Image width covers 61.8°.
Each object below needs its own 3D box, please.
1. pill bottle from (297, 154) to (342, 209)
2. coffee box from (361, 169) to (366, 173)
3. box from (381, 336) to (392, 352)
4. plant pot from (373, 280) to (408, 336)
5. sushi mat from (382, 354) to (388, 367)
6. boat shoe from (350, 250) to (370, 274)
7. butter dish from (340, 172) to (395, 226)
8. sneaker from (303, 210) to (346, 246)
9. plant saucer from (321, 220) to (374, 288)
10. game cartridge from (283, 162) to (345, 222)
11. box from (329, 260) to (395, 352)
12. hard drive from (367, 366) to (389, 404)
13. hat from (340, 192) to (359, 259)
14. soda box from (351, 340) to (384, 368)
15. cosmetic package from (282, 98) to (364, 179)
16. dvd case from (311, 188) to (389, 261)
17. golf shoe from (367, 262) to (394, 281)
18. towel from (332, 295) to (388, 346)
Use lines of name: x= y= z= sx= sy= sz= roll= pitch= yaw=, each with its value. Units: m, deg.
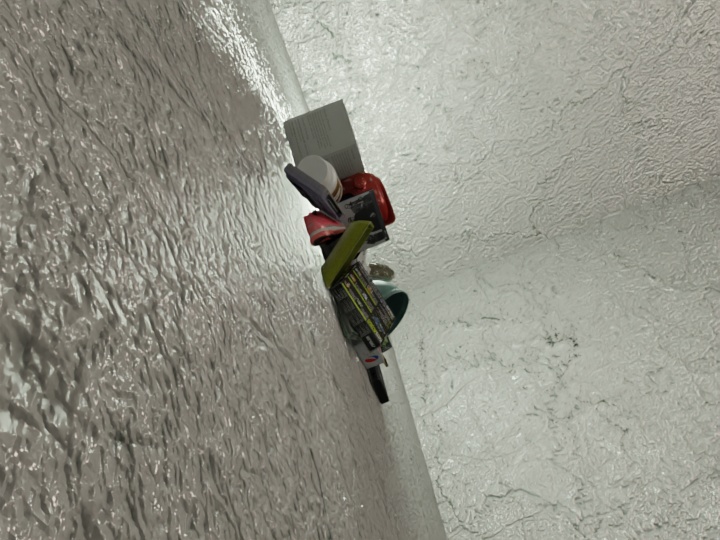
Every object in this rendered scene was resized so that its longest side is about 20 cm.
pill bottle: x=-0.118 y=-0.251 z=1.707 sx=0.200 sy=0.111 sz=0.117 roll=54 pitch=17 yaw=-79
coffee box: x=-0.064 y=-0.276 z=2.022 sx=0.044 sy=0.195 sz=0.125 roll=-107 pitch=176 yaw=-58
box: x=0.035 y=0.171 z=2.113 sx=0.202 sy=0.050 sz=0.159 roll=59 pitch=-6 yaw=34
plant pot: x=0.040 y=0.112 z=1.909 sx=0.134 sy=0.200 sz=0.202 roll=40 pitch=-14 yaw=31
sushi mat: x=0.040 y=0.237 z=2.060 sx=0.202 sy=0.012 sz=0.096 roll=59 pitch=-7 yaw=26
boat shoe: x=0.000 y=0.000 z=1.824 sx=0.074 sy=0.065 sz=0.206 roll=105 pitch=-15 yaw=-76
butter dish: x=-0.002 y=-0.234 z=1.892 sx=0.149 sy=0.194 sz=0.203 roll=87 pitch=-15 yaw=-60
sneaker: x=-0.092 y=-0.122 z=1.586 sx=0.088 sy=0.073 sz=0.200 roll=61 pitch=16 yaw=4
plant saucer: x=-0.040 y=-0.052 z=1.602 sx=0.047 sy=0.202 sz=0.200 roll=33 pitch=3 yaw=3
game cartridge: x=-0.115 y=-0.192 z=1.516 sx=0.128 sy=0.039 sz=0.200 roll=31 pitch=-6 yaw=18
box: x=0.011 y=0.093 z=1.642 sx=0.203 sy=0.047 sz=0.193 roll=57 pitch=25 yaw=-8
hard drive: x=0.042 y=0.309 z=1.952 sx=0.141 sy=0.032 sz=0.203 roll=68 pitch=5 yaw=-47
hat: x=-0.063 y=-0.130 z=1.788 sx=0.199 sy=0.079 sz=0.207 roll=9 pitch=-79 yaw=60
soda box: x=0.019 y=0.222 z=1.789 sx=0.201 sy=0.062 sz=0.070 roll=64 pitch=7 yaw=-60
cosmetic package: x=-0.109 y=-0.379 z=1.845 sx=0.168 sy=0.195 sz=0.170 roll=64 pitch=6 yaw=-69
dvd case: x=-0.031 y=-0.122 z=1.700 sx=0.025 sy=0.195 sz=0.154 roll=-137 pitch=-153 yaw=-80
golf shoe: x=0.027 y=0.029 z=2.006 sx=0.078 sy=0.195 sz=0.100 roll=-49 pitch=136 yaw=-50
towel: x=0.003 y=0.128 z=1.665 sx=0.198 sy=0.030 sz=0.153 roll=21 pitch=46 yaw=-53
